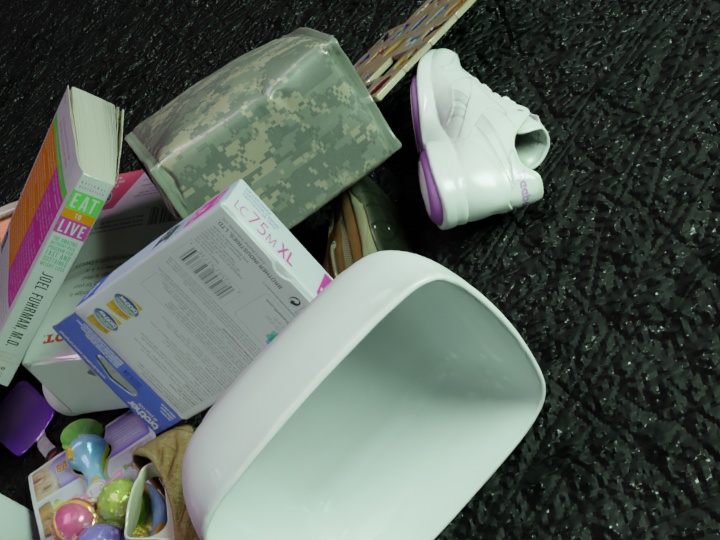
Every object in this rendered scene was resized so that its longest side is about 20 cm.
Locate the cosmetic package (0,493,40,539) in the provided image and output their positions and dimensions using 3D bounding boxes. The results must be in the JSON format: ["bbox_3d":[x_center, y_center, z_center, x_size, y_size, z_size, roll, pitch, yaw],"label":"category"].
[{"bbox_3d":[-0.367,0.249,0.829,0.165,0.200,0.165,-31,41,17],"label":"cosmetic package"}]

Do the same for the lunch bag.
[{"bbox_3d":[-0.086,-0.102,0.851,0.164,0.118,0.200,-37,25,-5],"label":"lunch bag"}]

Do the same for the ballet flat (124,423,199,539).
[{"bbox_3d":[-0.125,0.186,0.763,0.072,0.068,0.200,-13,41,-11],"label":"ballet flat"}]

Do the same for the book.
[{"bbox_3d":[-0.249,-0.026,0.869,0.200,0.048,0.134,-55,29,25],"label":"book"}]

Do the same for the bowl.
[{"bbox_3d":[0.000,0.088,0.636,0.200,0.200,0.075,-47,49,-2],"label":"bowl"}]

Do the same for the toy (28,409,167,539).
[{"bbox_3d":[-0.200,0.184,0.841,0.115,0.047,0.200,-32,38,-2],"label":"toy"}]

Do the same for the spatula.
[{"bbox_3d":[-0.272,0.157,0.966,0.057,0.021,0.200,-52,40,-10],"label":"spatula"}]

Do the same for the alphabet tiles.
[{"bbox_3d":[0.042,-0.201,0.953,0.200,0.008,0.167,-47,18,-18],"label":"alphabet tiles"}]

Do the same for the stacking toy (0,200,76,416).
[{"bbox_3d":[-0.279,0.046,1.014,0.146,0.146,0.201,-32,60,17],"label":"stacking toy"}]

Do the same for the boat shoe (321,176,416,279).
[{"bbox_3d":[0.000,0.000,0.818,0.074,0.076,0.200,-35,40,18],"label":"boat shoe"}]

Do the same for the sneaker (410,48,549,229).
[{"bbox_3d":[0.090,-0.105,0.847,0.099,0.075,0.200,-9,43,4],"label":"sneaker"}]

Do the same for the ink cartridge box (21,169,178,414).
[{"bbox_3d":[-0.182,0.012,0.935,0.144,0.084,0.201,-9,50,16],"label":"ink cartridge box"}]

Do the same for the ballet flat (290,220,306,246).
[{"bbox_3d":[-0.078,-0.055,0.938,0.073,0.073,0.201,-23,44,25],"label":"ballet flat"}]

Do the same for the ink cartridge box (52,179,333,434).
[{"bbox_3d":[-0.115,0.032,0.775,0.200,0.119,0.042,-32,19,32],"label":"ink cartridge box"}]
